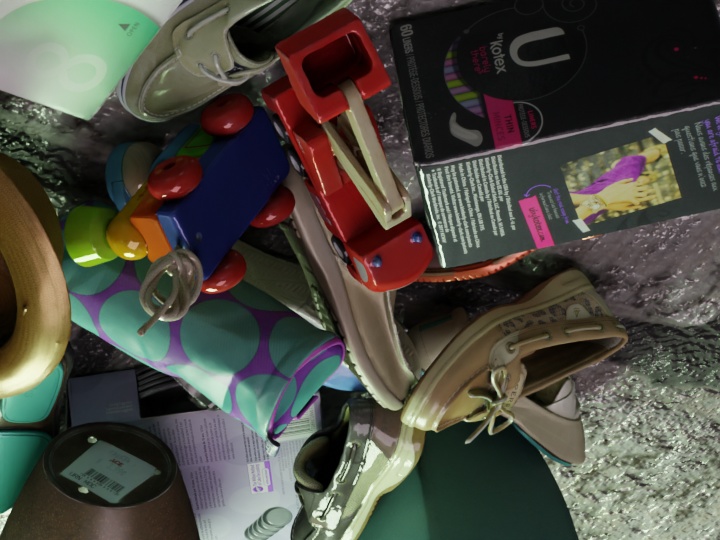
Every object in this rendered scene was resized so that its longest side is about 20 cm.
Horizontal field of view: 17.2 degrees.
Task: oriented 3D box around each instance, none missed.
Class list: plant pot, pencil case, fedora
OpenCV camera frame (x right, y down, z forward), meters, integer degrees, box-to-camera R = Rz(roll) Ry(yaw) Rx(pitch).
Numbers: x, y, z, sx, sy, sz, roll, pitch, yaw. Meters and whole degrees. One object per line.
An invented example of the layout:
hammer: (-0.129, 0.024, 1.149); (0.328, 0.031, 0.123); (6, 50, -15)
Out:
plant pot: (-0.184, 0.213, 1.675); (0.186, 0.187, 0.200); (1, 126, -13)
pencil case: (-0.114, 0.033, 1.525); (0.200, 0.085, 0.093); (30, 148, 11)
plant pot: (0.067, 0.193, 1.740); (0.141, 0.200, 0.141); (16, 135, -28)
fedora: (-0.247, -0.021, 1.471); (0.200, 0.082, 0.201); (13, 122, 22)

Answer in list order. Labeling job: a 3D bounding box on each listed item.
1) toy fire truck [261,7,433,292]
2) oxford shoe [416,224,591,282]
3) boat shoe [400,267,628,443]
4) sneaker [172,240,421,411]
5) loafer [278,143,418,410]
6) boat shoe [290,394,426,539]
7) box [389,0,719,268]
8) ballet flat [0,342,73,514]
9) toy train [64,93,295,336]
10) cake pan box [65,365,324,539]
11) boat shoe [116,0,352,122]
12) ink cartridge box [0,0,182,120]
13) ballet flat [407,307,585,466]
toy fire truck: (-0.002, -0.066, 1.416); (0.049, 0.141, 0.200); (-30, 114, -10)
oxford shoe: (0.103, -0.049, 1.574); (0.200, 0.071, 0.073); (-21, 110, 21)
boat shoe: (0.107, 0.061, 1.616); (0.200, 0.063, 0.073); (-32, 158, -39)
sneaker: (-0.063, 0.055, 1.639); (0.200, 0.077, 0.111); (24, 125, -29)
loafer: (0.000, 0.000, 1.547); (0.068, 0.076, 0.200); (-27, 114, -8)
boat shoe: (-0.016, 0.142, 1.692); (0.066, 0.072, 0.201); (16, 144, -16)
box: (0.129, -0.096, 1.459); (0.199, 0.122, 0.106); (-12, 141, 2)
ballet flat: (-0.239, 0.092, 1.657); (0.068, 0.069, 0.200); (9, 138, -21)
toy train: (-0.132, -0.022, 1.433); (0.115, 0.200, 0.085); (-6, 122, 33)
cake pan box: (-0.116, 0.138, 1.756); (0.184, 0.052, 0.200); (-10, 142, -3)
boat shoe: (-0.076, -0.144, 1.406); (0.072, 0.062, 0.200); (24, 132, -34)
ink cartridge box: (-0.202, -0.179, 1.351); (0.200, 0.050, 0.161); (17, 134, -31)
ballet flat: (0.116, 0.081, 1.727); (0.069, 0.070, 0.200); (-34, 135, 27)
